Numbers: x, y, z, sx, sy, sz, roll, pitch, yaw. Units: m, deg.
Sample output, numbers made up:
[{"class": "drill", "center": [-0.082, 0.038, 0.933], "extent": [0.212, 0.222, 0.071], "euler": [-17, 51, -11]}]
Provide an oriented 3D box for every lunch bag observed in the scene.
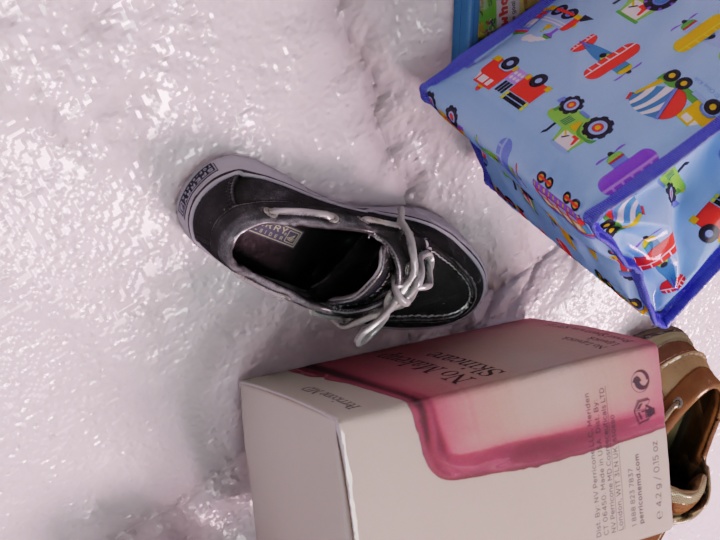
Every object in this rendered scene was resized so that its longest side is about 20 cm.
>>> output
[{"class": "lunch bag", "center": [0.155, -0.099, 0.672], "extent": [0.200, 0.151, 0.094], "euler": [-43, 133, 0]}]

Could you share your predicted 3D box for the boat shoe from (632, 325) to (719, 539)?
[{"class": "boat shoe", "center": [0.193, 0.136, 0.925], "extent": [0.075, 0.074, 0.201], "euler": [-12, 124, -26]}]

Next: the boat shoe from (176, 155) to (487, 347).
[{"class": "boat shoe", "center": [0.001, -0.002, 0.716], "extent": [0.199, 0.068, 0.074], "euler": [26, 104, -41]}]

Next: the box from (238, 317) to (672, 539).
[{"class": "box", "center": [0.051, 0.100, 0.757], "extent": [0.199, 0.128, 0.109], "euler": [-10, 99, -27]}]

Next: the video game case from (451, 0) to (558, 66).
[{"class": "video game case", "center": [0.138, -0.160, 0.736], "extent": [0.199, 0.018, 0.143], "euler": [-16, 127, -24]}]
